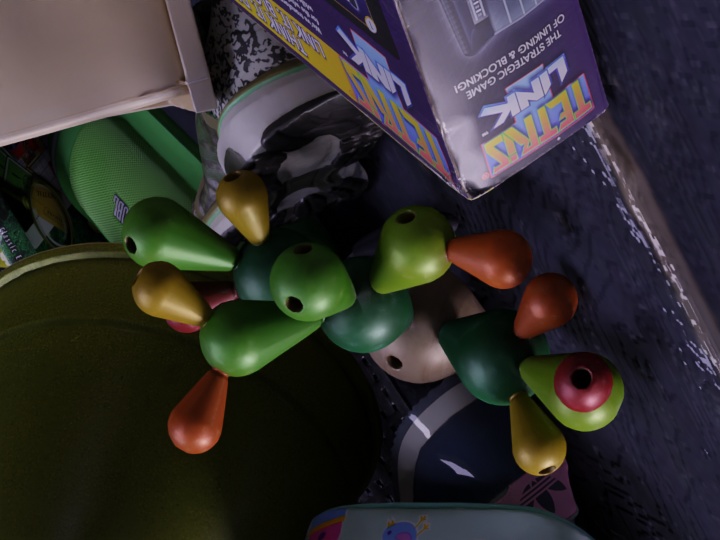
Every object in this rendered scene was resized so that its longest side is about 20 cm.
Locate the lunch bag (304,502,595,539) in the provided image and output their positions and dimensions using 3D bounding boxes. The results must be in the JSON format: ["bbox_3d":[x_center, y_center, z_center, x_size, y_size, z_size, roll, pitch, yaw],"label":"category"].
[{"bbox_3d":[0.063,0.174,0.842,0.159,0.077,0.200,-1,139,43],"label":"lunch bag"}]

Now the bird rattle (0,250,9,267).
[{"bbox_3d":[-0.165,-0.042,1.386,0.163,0.113,0.200,46,155,-4],"label":"bird rattle"}]

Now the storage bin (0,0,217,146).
[{"bbox_3d":[-0.146,-0.155,0.832,0.198,0.093,0.202,-155,49,-71],"label":"storage bin"}]

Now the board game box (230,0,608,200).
[{"bbox_3d":[-0.021,-0.136,0.607,0.200,0.057,0.166,44,164,45],"label":"board game box"}]

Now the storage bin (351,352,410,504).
[{"bbox_3d":[-0.027,0.098,1.122,0.201,0.093,0.135,56,168,2],"label":"storage bin"}]

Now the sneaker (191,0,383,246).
[{"bbox_3d":[-0.040,-0.068,0.852,0.200,0.076,0.089,127,122,-72],"label":"sneaker"}]

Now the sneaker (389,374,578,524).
[{"bbox_3d":[0.060,0.123,0.901,0.082,0.070,0.201,48,166,29],"label":"sneaker"}]

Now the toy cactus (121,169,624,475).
[{"bbox_3d":[0.011,0.025,0.761,0.198,0.103,0.165,8,176,22],"label":"toy cactus"}]

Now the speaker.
[{"bbox_3d":[-0.086,-0.030,1.048,0.200,0.088,0.089,43,162,48],"label":"speaker"}]

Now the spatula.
[{"bbox_3d":[0.000,0.000,0.879,0.200,0.056,0.021,142,119,-68],"label":"spatula"}]

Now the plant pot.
[{"bbox_3d":[-0.107,0.127,0.886,0.194,0.198,0.201,-73,-29,-43],"label":"plant pot"}]

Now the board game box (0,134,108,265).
[{"bbox_3d":[-0.162,-0.062,1.159,0.105,0.023,0.200,63,-159,-19],"label":"board game box"}]
